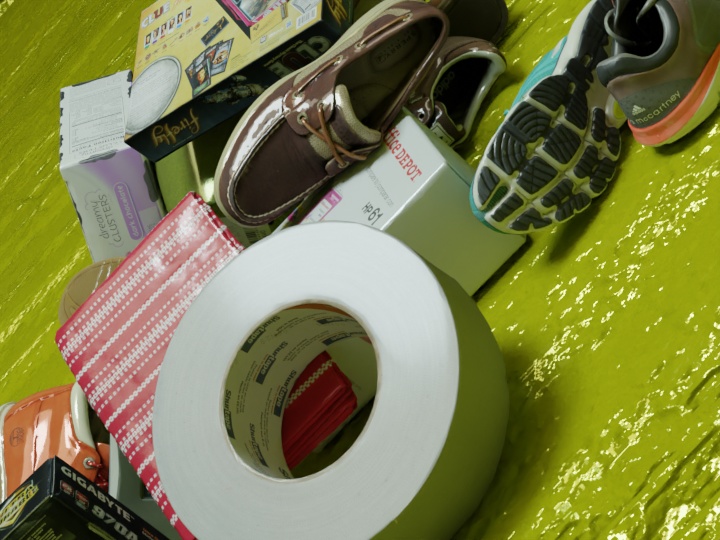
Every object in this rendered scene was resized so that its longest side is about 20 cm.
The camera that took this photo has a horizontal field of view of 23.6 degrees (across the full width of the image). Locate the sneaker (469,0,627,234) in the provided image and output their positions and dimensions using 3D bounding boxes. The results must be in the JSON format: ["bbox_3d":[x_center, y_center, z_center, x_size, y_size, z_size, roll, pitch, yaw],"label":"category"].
[{"bbox_3d":[0.125,-0.090,1.099,0.080,0.077,0.200,-33,17,53],"label":"sneaker"}]

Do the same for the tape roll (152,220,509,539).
[{"bbox_3d":[-0.019,0.076,0.973,0.199,0.066,0.201,-12,66,27],"label":"tape roll"}]

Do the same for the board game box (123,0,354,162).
[{"bbox_3d":[-0.088,-0.179,1.267,0.200,0.035,0.136,-26,46,33],"label":"board game box"}]

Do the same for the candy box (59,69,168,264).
[{"bbox_3d":[-0.200,-0.057,1.473,0.071,0.168,0.200,-17,26,-3],"label":"candy box"}]

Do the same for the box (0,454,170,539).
[{"bbox_3d":[-0.193,0.228,1.043,0.200,0.159,0.046,-44,25,13],"label":"box"}]

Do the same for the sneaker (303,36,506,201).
[{"bbox_3d":[0.032,-0.095,1.255,0.200,0.070,0.075,-56,25,-15],"label":"sneaker"}]

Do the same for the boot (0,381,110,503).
[{"bbox_3d":[-0.204,0.170,1.200,0.107,0.075,0.201,-25,62,23],"label":"boot"}]

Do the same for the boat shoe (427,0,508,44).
[{"bbox_3d":[0.032,-0.145,1.345,0.200,0.072,0.068,-41,19,-6],"label":"boat shoe"}]

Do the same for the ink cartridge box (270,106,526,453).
[{"bbox_3d":[0.000,0.000,1.148,0.200,0.085,0.145,-45,23,6],"label":"ink cartridge box"}]

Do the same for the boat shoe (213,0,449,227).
[{"bbox_3d":[-0.016,-0.105,1.150,0.200,0.072,0.072,-42,20,-3],"label":"boat shoe"}]

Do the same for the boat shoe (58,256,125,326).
[{"bbox_3d":[-0.149,0.032,1.340,0.199,0.069,0.074,-1,68,37],"label":"boat shoe"}]

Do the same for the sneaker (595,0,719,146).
[{"bbox_3d":[0.197,-0.172,1.065,0.077,0.082,0.201,-23,34,45],"label":"sneaker"}]

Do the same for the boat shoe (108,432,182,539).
[{"bbox_3d":[-0.142,0.109,1.170,0.071,0.070,0.202,-167,84,-74],"label":"boat shoe"}]

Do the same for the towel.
[{"bbox_3d":[-0.101,0.061,1.083,0.145,0.022,0.200,-45,56,7],"label":"towel"}]

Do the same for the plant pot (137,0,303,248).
[{"bbox_3d":[-0.095,-0.106,1.391,0.187,0.187,0.201,-32,42,34],"label":"plant pot"}]

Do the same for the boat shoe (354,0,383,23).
[{"bbox_3d":[-0.030,-0.158,1.278,0.074,0.076,0.200,27,70,24],"label":"boat shoe"}]
